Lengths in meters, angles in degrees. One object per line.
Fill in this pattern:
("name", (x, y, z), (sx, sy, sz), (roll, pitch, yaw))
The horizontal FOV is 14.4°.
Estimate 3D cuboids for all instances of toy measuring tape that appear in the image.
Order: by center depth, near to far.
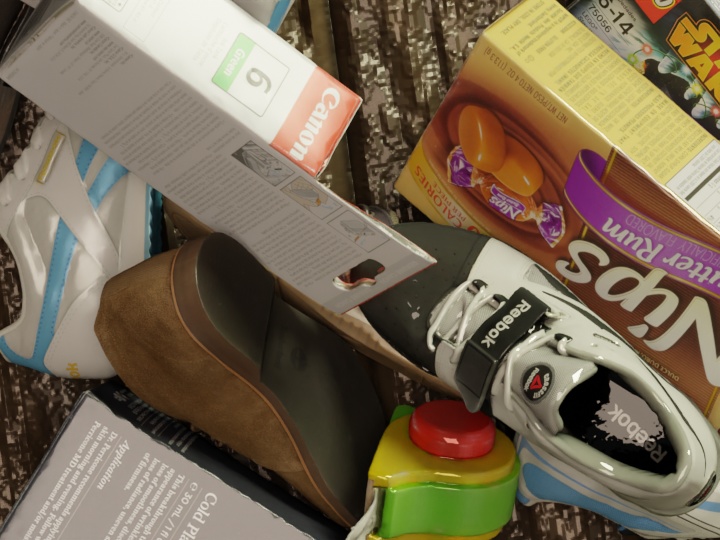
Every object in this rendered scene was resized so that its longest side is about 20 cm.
("toy measuring tape", (0.035, 0.113, 1.322), (0.073, 0.200, 0.074), (4, 113, 9))

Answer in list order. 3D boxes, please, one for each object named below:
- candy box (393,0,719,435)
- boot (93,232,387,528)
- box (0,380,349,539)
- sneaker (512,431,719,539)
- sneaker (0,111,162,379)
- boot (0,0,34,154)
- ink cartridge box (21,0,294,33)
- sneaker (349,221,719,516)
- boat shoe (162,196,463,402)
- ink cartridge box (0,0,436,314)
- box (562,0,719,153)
("candy box", (0.122, -0.022, 1.342), (0.200, 0.117, 0.056), (43, 47, 10))
("boot", (-0.051, 0.059, 1.362), (0.075, 0.074, 0.200), (-16, 132, 29))
("box", (-0.102, 0.186, 1.368), (0.182, 0.104, 0.201), (33, 91, 1))
("sneaker", (0.169, 0.103, 1.389), (0.199, 0.072, 0.073), (15, 133, -8))
("sneaker", (-0.136, -0.048, 1.381), (0.080, 0.077, 0.202), (2, 89, 2))
("boot", (-0.226, -0.127, 1.329), (0.069, 0.174, 0.202), (8, 92, 33))
("ink cartridge box", (-0.060, -0.204, 1.328), (0.128, 0.125, 0.201), (29, 64, 0))
("sneaker", (0.080, 0.039, 1.304), (0.199, 0.088, 0.074), (32, 92, 10))
("boat shoe", (0.000, 0.000, 1.385), (0.199, 0.072, 0.065), (30, 81, 2))
("ink cartridge box", (-0.057, -0.065, 1.287), (0.199, 0.109, 0.051), (35, 64, -14))
("box", (0.168, -0.054, 1.352), (0.200, 0.137, 0.040), (51, 46, 1))
